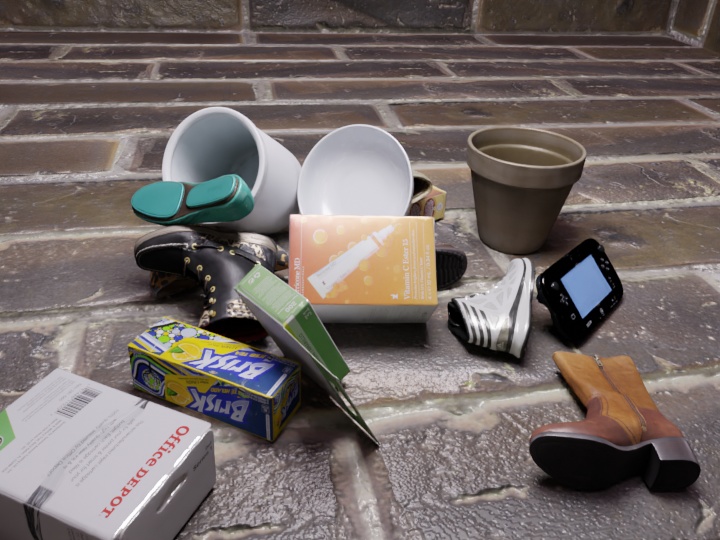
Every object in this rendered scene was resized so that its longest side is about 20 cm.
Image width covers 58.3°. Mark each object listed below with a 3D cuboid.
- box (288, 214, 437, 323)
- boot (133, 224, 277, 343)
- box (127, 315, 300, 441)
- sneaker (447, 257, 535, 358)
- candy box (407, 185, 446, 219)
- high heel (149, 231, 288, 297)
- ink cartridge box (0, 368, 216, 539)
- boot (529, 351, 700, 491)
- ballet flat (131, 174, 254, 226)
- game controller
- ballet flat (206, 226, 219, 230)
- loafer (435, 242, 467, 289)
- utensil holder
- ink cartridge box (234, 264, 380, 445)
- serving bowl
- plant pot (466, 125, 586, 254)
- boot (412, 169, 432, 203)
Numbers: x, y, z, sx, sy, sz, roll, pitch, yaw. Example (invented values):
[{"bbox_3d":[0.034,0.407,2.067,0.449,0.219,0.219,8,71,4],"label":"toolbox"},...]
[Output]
[{"bbox_3d":[0.000,0.000,0.882,0.195,0.098,0.127,0,72,-4],"label":"box"},{"bbox_3d":[-0.207,0.020,0.866,0.195,0.074,0.153,4,50,-16],"label":"boot"},{"bbox_3d":[-0.168,0.122,0.747,0.196,0.066,0.070,15,32,20],"label":"box"},{"bbox_3d":[0.184,0.035,0.914,0.113,0.077,0.202,11,34,10],"label":"sneaker"},{"bbox_3d":[0.049,-0.118,1.183,0.197,0.058,0.116,-20,37,-31],"label":"candy box"},{"bbox_3d":[-0.205,0.006,0.955,0.195,0.072,0.144,11,43,8],"label":"high heel"},{"bbox_3d":[-0.254,0.190,0.604,0.196,0.086,0.146,15,33,18],"label":"ink cartridge box"},{"bbox_3d":[0.260,0.149,0.737,0.184,0.070,0.201,1,30,-3],"label":"boot"},{"bbox_3d":[-0.229,-0.086,0.894,0.196,0.071,0.069,-3,60,28],"label":"ballet flat"},{"bbox_3d":[0.323,0.024,0.938,0.198,0.042,0.105,-28,78,-43],"label":"game controller"},{"bbox_3d":[-0.280,-0.133,1.168,0.069,0.067,0.201,-8,32,-15],"label":"ballet flat"},{"bbox_3d":[0.067,-0.017,0.993,0.195,0.074,0.071,-1,31,-8],"label":"loafer"},{"bbox_3d":[-0.190,-0.146,1.030,0.166,0.174,0.200,12,-1,16],"label":"utensil holder"},{"bbox_3d":[-0.049,0.091,0.730,0.048,0.147,0.199,-44,47,-16],"label":"ink cartridge box"},{"bbox_3d":[-0.002,-0.129,1.051,0.196,0.204,0.066,15,-1,20],"label":"serving bowl"},{"bbox_3d":[0.270,-0.134,1.110,0.195,0.177,0.201,2,31,-1],"label":"plant pot"},{"bbox_3d":[0.012,-0.161,1.131,0.196,0.073,0.155,-11,36,-23],"label":"boot"}]
